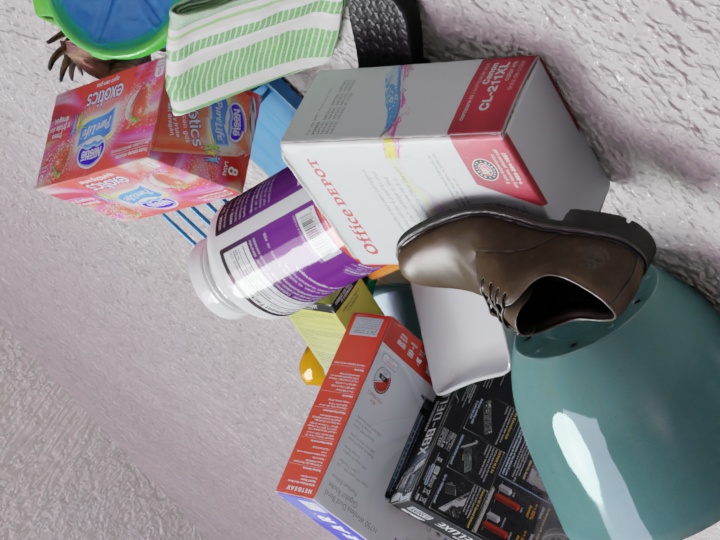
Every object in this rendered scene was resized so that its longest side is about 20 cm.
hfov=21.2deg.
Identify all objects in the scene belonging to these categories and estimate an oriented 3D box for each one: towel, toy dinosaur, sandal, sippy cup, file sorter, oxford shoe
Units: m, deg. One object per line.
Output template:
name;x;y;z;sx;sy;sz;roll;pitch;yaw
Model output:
towel;-0.078;-0.182;1.483;0.200;0.152;0.023;117;131;-73
toy dinosaur;-0.238;-0.207;1.781;0.135;0.086;0.200;23;178;5
sandal;0.033;-0.152;1.493;0.075;0.048;0.201;29;147;23
sippy cup;-0.161;-0.232;1.515;0.177;0.140;0.130;25;-168;19
file sorter;-0.094;-0.076;1.806;0.139;0.123;0.200;42;162;-10
oxford shoe;0.104;0.002;1.370;0.199;0.085;0.073;1;143;35

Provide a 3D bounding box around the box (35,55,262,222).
box;-0.187;-0.111;1.682;0.102;0.095;0.200;21;162;-35

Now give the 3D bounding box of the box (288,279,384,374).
box;0.003;0.080;1.772;0.075;0.050;0.200;6;139;43

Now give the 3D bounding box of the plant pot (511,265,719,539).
plant pot;0.209;0.092;1.486;0.200;0.200;0.161;7;132;61

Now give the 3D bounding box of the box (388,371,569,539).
box;0.137;0.152;1.709;0.157;0.201;0.050;29;161;-14

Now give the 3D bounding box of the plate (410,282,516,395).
plate;0.085;-0.004;1.617;0.200;0.032;0.201;148;111;-71

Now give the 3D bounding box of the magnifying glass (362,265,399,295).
magnifying glass;0.000;0.000;1.738;0.080;0.022;0.200;53;153;-7

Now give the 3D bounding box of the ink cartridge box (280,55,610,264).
ink cartridge box;0.062;-0.079;1.438;0.199;0.083;0.146;1;142;36

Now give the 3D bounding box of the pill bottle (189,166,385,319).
pill bottle;-0.051;-0.029;1.624;0.200;0.113;0.112;-27;116;37

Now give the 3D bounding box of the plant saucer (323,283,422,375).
plant saucer;0.058;0.092;1.842;0.199;0.027;0.201;14;127;18

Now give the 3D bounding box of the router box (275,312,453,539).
router box;0.032;0.164;1.722;0.049;0.180;0.200;6;154;42

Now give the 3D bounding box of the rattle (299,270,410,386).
rattle;0.036;0.063;1.866;0.200;0.143;0.131;28;142;51
